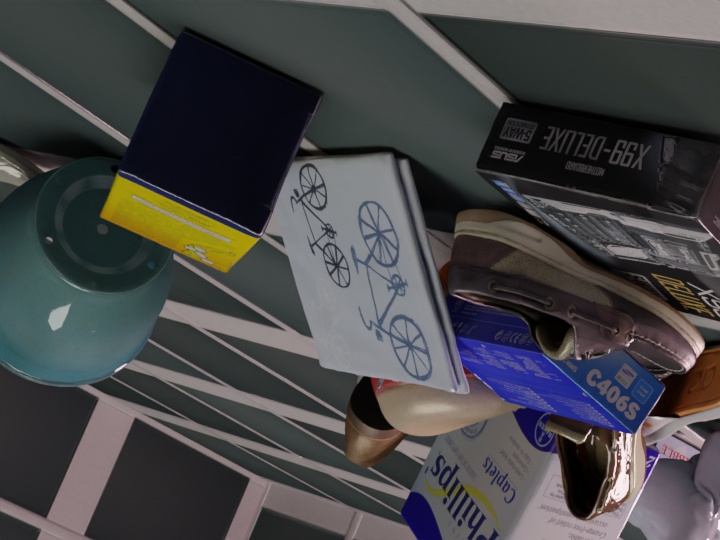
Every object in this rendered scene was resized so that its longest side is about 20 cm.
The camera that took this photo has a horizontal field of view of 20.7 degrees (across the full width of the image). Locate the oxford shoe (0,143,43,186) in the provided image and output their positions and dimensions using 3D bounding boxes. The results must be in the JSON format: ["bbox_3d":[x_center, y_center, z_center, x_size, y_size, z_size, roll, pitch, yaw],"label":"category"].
[{"bbox_3d":[-0.405,-0.115,1.960,0.199,0.058,0.075,23,166,-7],"label":"oxford shoe"}]

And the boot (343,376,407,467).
[{"bbox_3d":[0.047,0.093,1.698,0.073,0.200,0.076,35,139,15],"label":"boot"}]

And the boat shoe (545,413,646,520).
[{"bbox_3d":[0.181,0.108,1.531,0.074,0.075,0.203,16,127,42],"label":"boat shoe"}]

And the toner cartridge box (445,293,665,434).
[{"bbox_3d":[0.128,0.062,1.418,0.095,0.043,0.200,39,169,-20],"label":"toner cartridge box"}]

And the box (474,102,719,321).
[{"bbox_3d":[0.186,-0.028,1.213,0.157,0.050,0.200,16,166,37],"label":"box"}]

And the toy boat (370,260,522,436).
[{"bbox_3d":[0.095,0.054,1.599,0.199,0.131,0.130,-16,174,-36],"label":"toy boat"}]

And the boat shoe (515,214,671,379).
[{"bbox_3d":[0.166,0.027,1.441,0.199,0.076,0.060,27,174,-23],"label":"boat shoe"}]

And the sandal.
[{"bbox_3d":[0.245,0.084,1.564,0.059,0.080,0.207,26,160,-11],"label":"sandal"}]

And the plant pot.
[{"bbox_3d":[-0.262,-0.014,1.848,0.199,0.201,0.188,25,153,-12],"label":"plant pot"}]

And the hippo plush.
[{"bbox_3d":[0.263,0.211,1.851,0.160,0.200,0.160,28,149,16],"label":"hippo plush"}]

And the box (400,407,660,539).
[{"bbox_3d":[0.145,0.190,1.747,0.104,0.201,0.184,17,-164,-25],"label":"box"}]

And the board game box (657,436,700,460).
[{"bbox_3d":[0.322,0.216,2.081,0.199,0.041,0.199,28,168,-23],"label":"board game box"}]

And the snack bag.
[{"bbox_3d":[0.000,0.000,1.497,0.200,0.021,0.190,3,114,58],"label":"snack bag"}]

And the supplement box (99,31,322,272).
[{"bbox_3d":[-0.111,-0.079,1.413,0.109,0.109,0.200,25,169,-7],"label":"supplement box"}]

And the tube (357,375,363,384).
[{"bbox_3d":[0.096,0.101,1.833,0.199,0.052,0.058,-6,-140,-22],"label":"tube"}]

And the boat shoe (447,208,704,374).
[{"bbox_3d":[0.135,0.027,1.270,0.199,0.065,0.072,29,166,-28],"label":"boat shoe"}]
